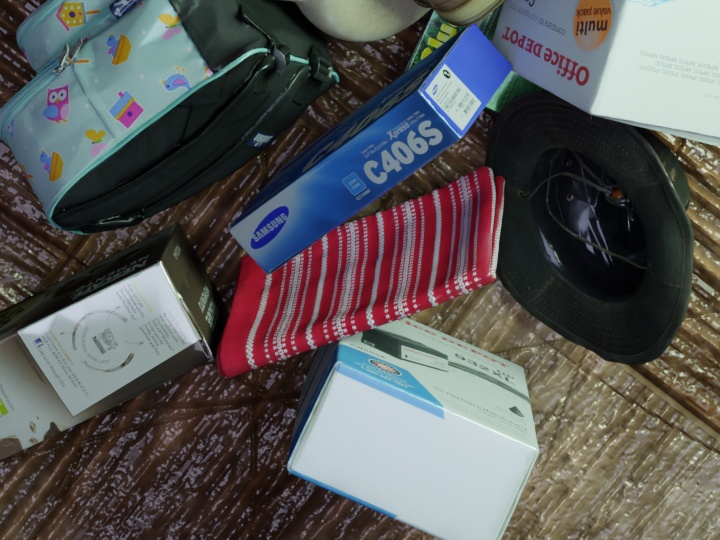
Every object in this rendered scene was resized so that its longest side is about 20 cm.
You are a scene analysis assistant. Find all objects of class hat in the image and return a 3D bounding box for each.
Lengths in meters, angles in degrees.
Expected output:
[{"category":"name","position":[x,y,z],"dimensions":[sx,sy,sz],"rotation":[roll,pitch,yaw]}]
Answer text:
[{"category":"hat","position":[0.170,-0.041,1.435],"dimensions":[0.200,0.081,0.201],"rotation":[29,135,33]}]

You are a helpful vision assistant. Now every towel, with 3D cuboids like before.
[{"category":"towel","position":[0.000,0.000,1.410],"dimensions":[0.199,0.145,0.023],"rotation":[-20,116,18]}]

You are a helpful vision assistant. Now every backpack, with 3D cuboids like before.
[{"category":"backpack","position":[-0.141,-0.119,1.385],"dimensions":[0.200,0.176,0.153],"rotation":[-43,78,16]}]

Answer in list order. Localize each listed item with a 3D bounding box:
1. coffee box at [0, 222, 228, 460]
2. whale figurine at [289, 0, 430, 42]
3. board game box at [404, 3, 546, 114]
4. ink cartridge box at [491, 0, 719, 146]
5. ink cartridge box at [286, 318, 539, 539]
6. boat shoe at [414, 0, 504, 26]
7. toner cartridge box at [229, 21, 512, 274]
[{"category":"coffee box","position":[-0.199,0.055,1.462],"dimensions":[0.199,0.113,0.080],"rotation":[-26,102,9]},{"category":"whale figurine","position":[-0.015,-0.240,1.357],"dimensions":[0.159,0.104,0.200],"rotation":[-41,139,2]},{"category":"board game box","position":[0.116,-0.205,1.431],"dimensions":[0.104,0.023,0.201],"rotation":[24,103,-7]},{"category":"ink cartridge box","position":[0.196,-0.197,1.344],"dimensions":[0.144,0.145,0.201],"rotation":[8,106,-28]},{"category":"ink cartridge box","position":[0.036,0.098,1.420],"dimensions":[0.144,0.200,0.084],"rotation":[23,102,-3]},{"category":"boat shoe","position":[0.095,-0.232,1.293],"dimensions":[0.067,0.072,0.200],"rotation":[18,129,-40]},{"category":"toner cartridge box","position":[0.005,-0.078,1.386],"dimensions":[0.043,0.095,0.200],"rotation":[48,131,-9]}]
